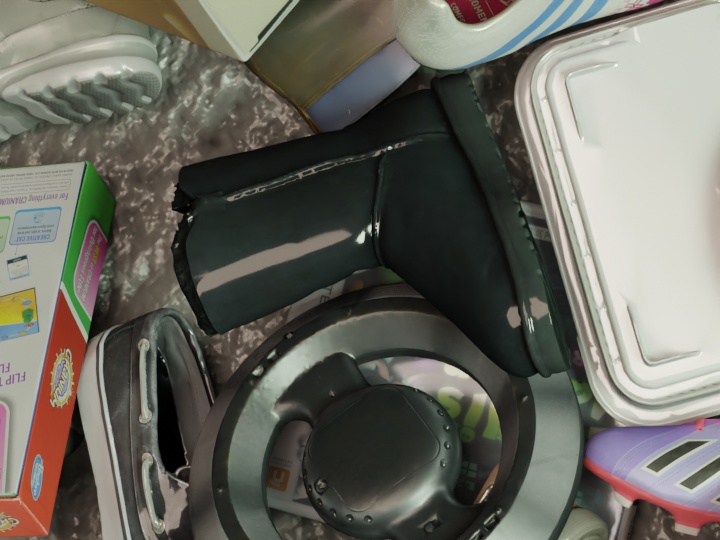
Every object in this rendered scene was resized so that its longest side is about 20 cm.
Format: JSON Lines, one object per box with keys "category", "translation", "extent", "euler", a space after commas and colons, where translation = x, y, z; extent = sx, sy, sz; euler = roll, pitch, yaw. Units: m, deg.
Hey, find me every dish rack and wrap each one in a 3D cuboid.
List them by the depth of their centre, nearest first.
{"category": "dish rack", "translation": [0.173, -0.037, 1.265], "extent": [0.170, 0.044, 0.201], "euler": [-16, 81, 5]}

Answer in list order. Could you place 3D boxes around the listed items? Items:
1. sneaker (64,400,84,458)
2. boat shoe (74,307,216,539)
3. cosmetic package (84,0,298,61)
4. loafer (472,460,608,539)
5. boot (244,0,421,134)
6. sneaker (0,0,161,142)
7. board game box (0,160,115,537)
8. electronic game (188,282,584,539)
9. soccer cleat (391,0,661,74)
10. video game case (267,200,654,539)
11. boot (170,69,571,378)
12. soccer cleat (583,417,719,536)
{"category": "sneaker", "translation": [-0.233, 0.118, 1.401], "extent": [0.199, 0.075, 0.080], "euler": [-18, 110, 10]}
{"category": "boat shoe", "translation": [-0.087, 0.118, 1.336], "extent": [0.068, 0.072, 0.201], "euler": [-26, 71, 37]}
{"category": "cosmetic package", "translation": [-0.106, -0.185, 1.316], "extent": [0.199, 0.071, 0.105], "euler": [25, 69, 43]}
{"category": "loafer", "translation": [0.045, 0.182, 1.292], "extent": [0.063, 0.072, 0.201], "euler": [43, 109, 26]}
{"category": "boot", "translation": [0.028, -0.150, 1.335], "extent": [0.199, 0.075, 0.097], "euler": [-32, 96, 12]}
{"category": "sneaker", "translation": [-0.200, -0.115, 1.405], "extent": [0.199, 0.075, 0.083], "euler": [-7, 69, 11]}
{"category": "board game box", "translation": [-0.218, 0.041, 1.358], "extent": [0.152, 0.040, 0.201], "euler": [-3, 57, 19]}
{"category": "electronic game", "translation": [0.011, 0.093, 1.270], "extent": [0.199, 0.042, 0.201], "euler": [-10, 55, 15]}
{"category": "soccer cleat", "translation": [0.107, -0.156, 1.262], "extent": [0.199, 0.086, 0.070], "euler": [-28, 75, -10]}
{"category": "video game case", "translation": [0.054, 0.052, 1.325], "extent": [0.199, 0.023, 0.183], "euler": [14, 91, 18]}
{"category": "boot", "translation": [0.000, 0.000, 1.261], "extent": [0.167, 0.077, 0.201], "euler": [-21, 46, 2]}
{"category": "soccer cleat", "translation": [0.206, 0.096, 1.245], "extent": [0.199, 0.067, 0.077], "euler": [15, 96, 12]}
